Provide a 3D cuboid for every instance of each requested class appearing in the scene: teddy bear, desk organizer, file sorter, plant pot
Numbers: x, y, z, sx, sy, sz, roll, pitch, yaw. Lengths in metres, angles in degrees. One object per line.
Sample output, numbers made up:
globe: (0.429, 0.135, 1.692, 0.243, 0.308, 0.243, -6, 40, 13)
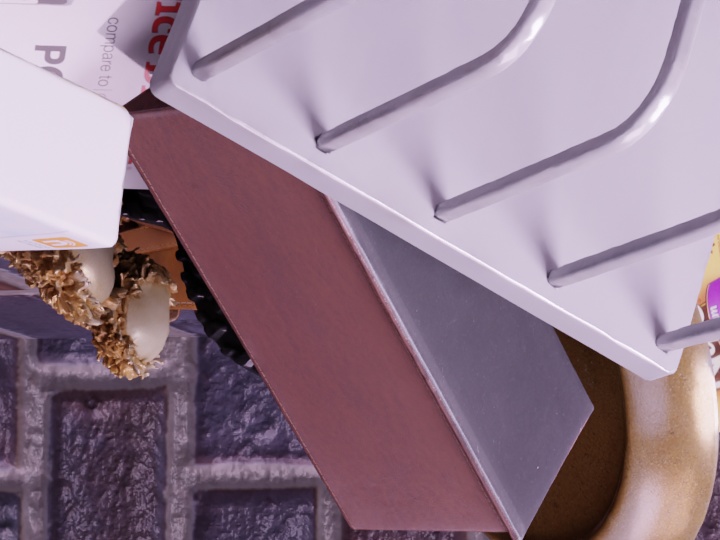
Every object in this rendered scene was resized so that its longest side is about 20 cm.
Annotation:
teddy bear: (-0.147, -0.033, 1.054, 0.067, 0.200, 0.145, -39, 161, 4)
desk organizer: (0.000, 0.000, 0.866, 0.077, 0.072, 0.200, -4, 128, 37)
file sorter: (0.068, -0.081, 0.755, 0.200, 0.139, 0.124, 29, 155, -23)
plant pot: (0.063, 0.034, 0.970, 0.027, 0.201, 0.200, -17, -177, -32)

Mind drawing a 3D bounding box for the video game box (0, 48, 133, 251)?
video game box: (-0.187, -0.043, 0.628, 0.182, 0.047, 0.200, -4, 167, 28)

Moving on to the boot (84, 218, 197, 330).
boot: (-0.128, -0.045, 1.274, 0.200, 0.156, 0.077, -4, 173, 42)

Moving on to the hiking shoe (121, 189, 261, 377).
hiking shoe: (-0.032, -0.018, 1.077, 0.100, 0.076, 0.200, 1, -145, -39)

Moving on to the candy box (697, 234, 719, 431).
candy box: (0.081, -0.006, 1.001, 0.056, 0.117, 0.200, -18, -164, -33)

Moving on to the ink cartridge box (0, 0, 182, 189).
ink cartridge box: (-0.147, -0.105, 0.840, 0.199, 0.083, 0.147, 1, 140, -13)
